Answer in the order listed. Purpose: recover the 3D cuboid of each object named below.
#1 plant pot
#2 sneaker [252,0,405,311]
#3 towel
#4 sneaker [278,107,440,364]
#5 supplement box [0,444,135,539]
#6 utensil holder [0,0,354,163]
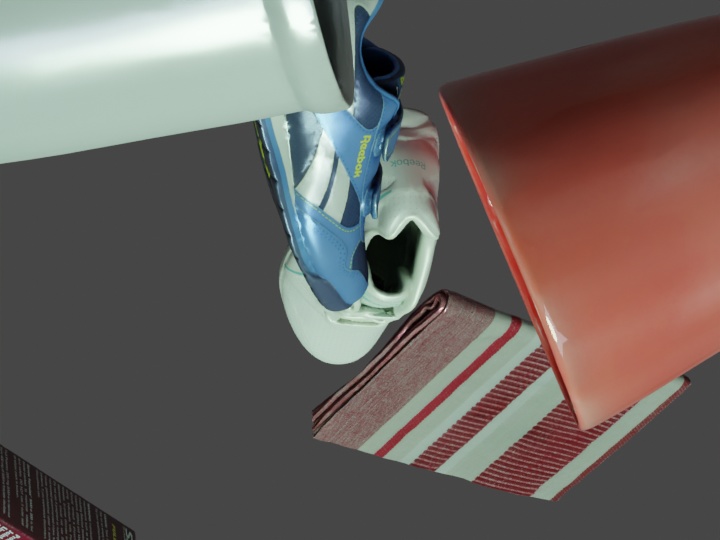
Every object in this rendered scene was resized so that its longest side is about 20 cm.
[{"bbox_3d":[0.157,-0.038,1.395,0.177,0.201,0.201,-22,142,2],"label":"plant pot"},{"bbox_3d":[-0.011,-0.067,1.376,0.082,0.074,0.201,-15,125,-6],"label":"sneaker"},{"bbox_3d":[0.086,0.079,1.664,0.200,0.023,0.144,18,133,-34],"label":"towel"},{"bbox_3d":[0.000,0.000,1.494,0.070,0.080,0.201,0,144,-14],"label":"sneaker"},{"bbox_3d":[-0.238,0.169,1.683,0.109,0.061,0.200,-26,141,22],"label":"supplement box"},{"bbox_3d":[-0.116,-0.138,1.218,0.199,0.170,0.170,-11,143,7],"label":"utensil holder"}]
